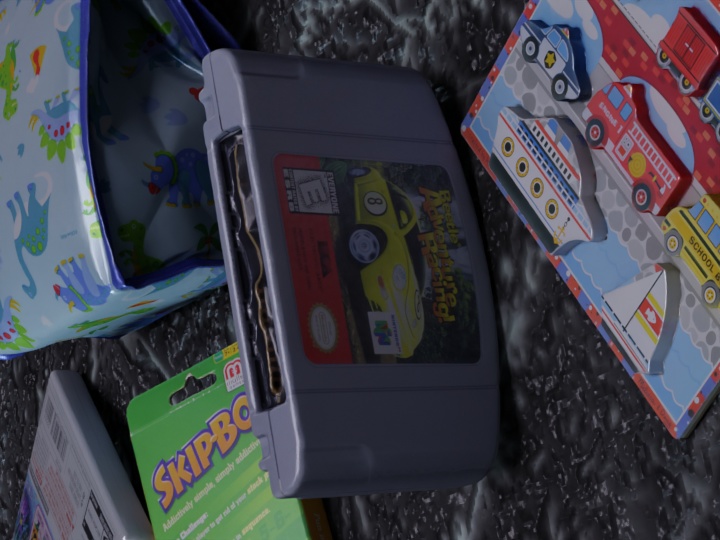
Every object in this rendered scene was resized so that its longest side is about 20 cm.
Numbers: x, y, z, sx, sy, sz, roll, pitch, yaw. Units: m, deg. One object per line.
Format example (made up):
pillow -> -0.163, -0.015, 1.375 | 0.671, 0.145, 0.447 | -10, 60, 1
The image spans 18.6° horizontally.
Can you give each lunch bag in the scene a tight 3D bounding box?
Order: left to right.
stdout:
lunch bag -> -0.147, -0.071, 1.197 | 0.170, 0.127, 0.201 | -25, 79, 51

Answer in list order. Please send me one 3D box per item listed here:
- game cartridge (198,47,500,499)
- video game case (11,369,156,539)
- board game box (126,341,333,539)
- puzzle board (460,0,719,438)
game cartridge -> 0.000, 0.000, 0.991 | 0.041, 0.133, 0.202 | -22, 73, 43
video game case -> -0.169, 0.182, 1.270 | 0.200, 0.024, 0.183 | -128, 50, -59
board game box -> -0.060, 0.142, 1.136 | 0.095, 0.030, 0.201 | -28, 68, 27
puzzle board -> 0.118, -0.052, 0.931 | 0.200, 0.017, 0.151 | 58, 133, 36
